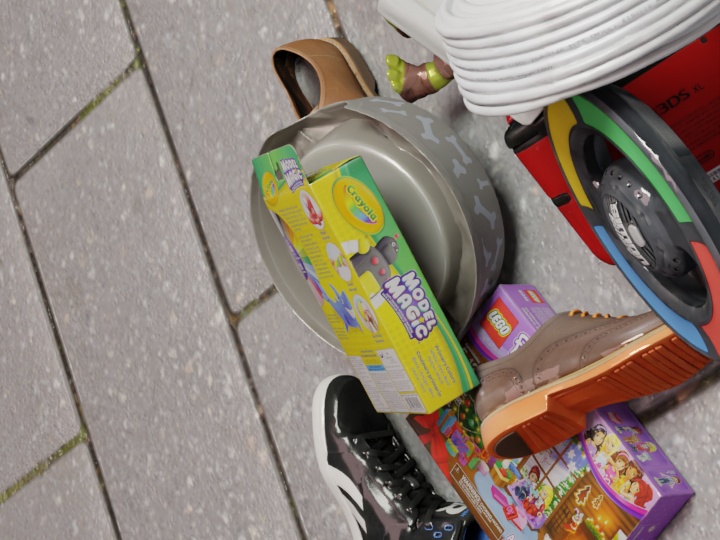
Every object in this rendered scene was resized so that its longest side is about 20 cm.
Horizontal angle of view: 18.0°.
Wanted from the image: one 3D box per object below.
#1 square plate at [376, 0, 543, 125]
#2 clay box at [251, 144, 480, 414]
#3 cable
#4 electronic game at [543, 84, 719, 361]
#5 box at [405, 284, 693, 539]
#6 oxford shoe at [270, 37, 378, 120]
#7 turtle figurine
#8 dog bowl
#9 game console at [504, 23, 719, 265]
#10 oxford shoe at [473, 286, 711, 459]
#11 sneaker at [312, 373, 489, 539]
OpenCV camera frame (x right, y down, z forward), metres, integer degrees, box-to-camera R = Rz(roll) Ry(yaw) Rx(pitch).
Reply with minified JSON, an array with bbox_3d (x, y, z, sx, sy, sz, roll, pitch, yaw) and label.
[{"bbox_3d":[0.111,-0.218,1.487,0.200,0.028,0.198,-53,41,6],"label":"square plate"},{"bbox_3d":[0.000,0.000,1.537,0.200,0.048,0.115,63,163,-6],"label":"clay box"},{"bbox_3d":[0.139,-0.163,1.321,0.199,0.200,0.069,-14,112,34],"label":"cable"},{"bbox_3d":[0.172,-0.031,1.352,0.200,0.042,0.200,55,170,14],"label":"electronic game"},{"bbox_3d":[0.125,0.126,1.562,0.200,0.039,0.137,54,125,32],"label":"box"},{"bbox_3d":[-0.003,-0.094,1.673,0.200,0.071,0.071,51,123,28],"label":"oxford shoe"},{"bbox_3d":[0.095,-0.182,1.568,0.161,0.064,0.201,-12,83,29],"label":"turtle figurine"},{"bbox_3d":[0.015,-0.032,1.611,0.200,0.059,0.201,20,124,32],"label":"dog bowl"},{"bbox_3d":[0.196,-0.132,1.457,0.200,0.119,0.172,-33,105,29],"label":"game console"},{"bbox_3d":[0.158,0.049,1.480,0.200,0.071,0.073,-28,57,18],"label":"oxford shoe"},{"bbox_3d":[0.041,0.161,1.639,0.112,0.073,0.201,-21,84,42],"label":"sneaker"}]
